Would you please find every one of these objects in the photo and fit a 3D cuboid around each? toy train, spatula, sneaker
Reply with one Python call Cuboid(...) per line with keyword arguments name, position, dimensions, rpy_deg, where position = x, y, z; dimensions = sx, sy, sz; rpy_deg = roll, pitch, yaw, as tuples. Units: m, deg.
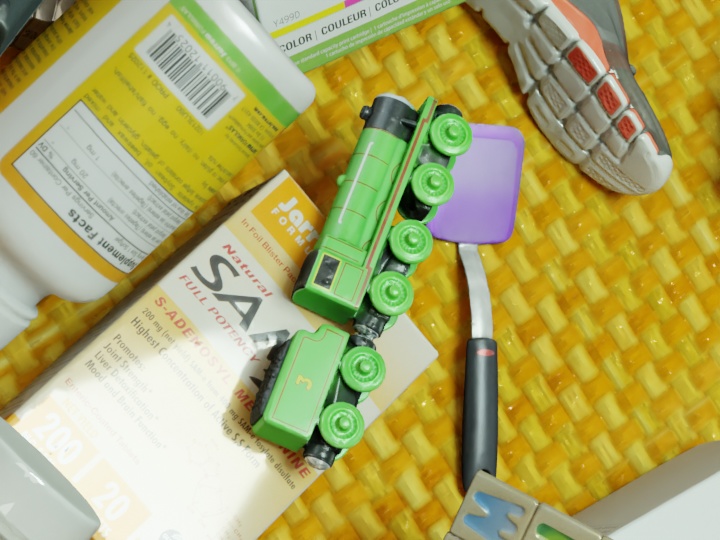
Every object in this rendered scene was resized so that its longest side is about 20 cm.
Cuboid(name="toy train", position=(0.000, 0.000, 1.104), dimensions=(0.056, 0.042, 0.201), rpy_deg=(23, 68, -7))
Cuboid(name="spatula", position=(0.062, 0.022, 1.213), dimensions=(0.056, 0.021, 0.202), rpy_deg=(4, 79, -23))
Cuboid(name="sneaker", position=(0.122, -0.138, 1.243), dimensions=(0.082, 0.077, 0.201), rpy_deg=(-35, 95, -31))

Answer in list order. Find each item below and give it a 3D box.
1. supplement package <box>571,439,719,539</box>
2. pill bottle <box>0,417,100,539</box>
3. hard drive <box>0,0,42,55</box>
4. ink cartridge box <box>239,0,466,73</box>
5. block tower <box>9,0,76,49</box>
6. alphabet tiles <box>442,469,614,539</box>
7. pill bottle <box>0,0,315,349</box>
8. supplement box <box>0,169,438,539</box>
Cuboid(name="supplement package", position=(0.153, 0.175, 1.167), dimensions=(0.199, 0.117, 0.118), rpy_deg=(-26, 89, -24))
Cuboid(name="pill bottle", position=(-0.212, 0.155, 0.995), dimensions=(0.113, 0.113, 0.200), rpy_deg=(44, 86, -9))
Cuboid(name="hard drive", position=(-0.190, -0.196, 1.089), dimensions=(0.139, 0.033, 0.201), rpy_deg=(31, 43, -4))
Cuboid(name="ink cartridge box", position=(-0.023, -0.218, 1.147), dimensions=(0.147, 0.076, 0.201), rpy_deg=(-27, 122, -25))
Cuboid(name="block tower", position=(-0.199, -0.153, 1.122), dimensions=(0.199, 0.054, 0.058), rpy_deg=(17, 73, -18))
Cuboid(name="alphabet tiles", position=(0.087, 0.220, 1.075), dimensions=(0.166, 0.008, 0.201), rpy_deg=(27, 103, 11))
Cuboid(name="pill bottle", position=(-0.128, -0.057, 1.074), dimensions=(0.200, 0.111, 0.111), rpy_deg=(-42, 97, 3))
Cuboid(name="supplement box", position=(-0.076, 0.064, 1.118), dimensions=(0.200, 0.073, 0.126), rpy_deg=(-44, 98, -24))
